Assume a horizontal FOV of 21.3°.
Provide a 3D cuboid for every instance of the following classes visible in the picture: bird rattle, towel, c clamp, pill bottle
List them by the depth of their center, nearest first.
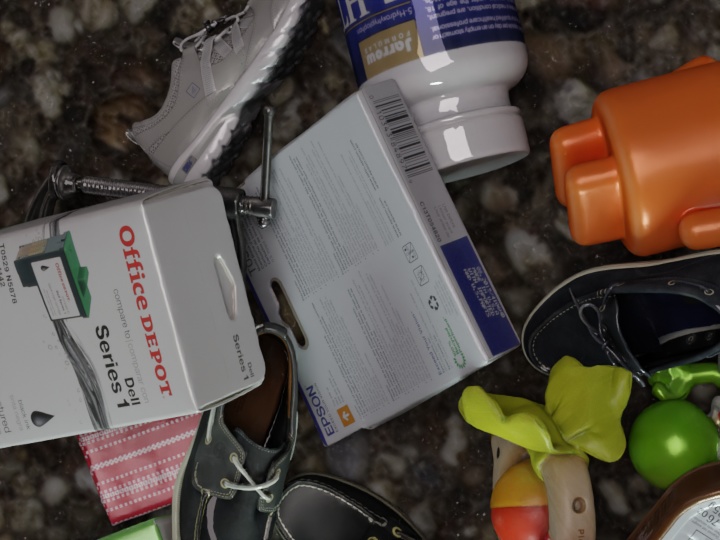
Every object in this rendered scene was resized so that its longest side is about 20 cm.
[{"bbox_3d":[0.132,0.161,1.257,0.112,0.163,0.202,-13,85,-15],"label":"bird rattle"},{"bbox_3d":[0.049,-0.165,1.302,0.119,0.120,0.202,-15,85,8],"label":"pill bottle"},{"bbox_3d":[-0.149,-0.031,1.338,0.198,0.027,0.172,2,102,15],"label":"c clamp"},{"bbox_3d":[-0.148,0.065,1.370,0.144,0.022,0.201,-21,85,7],"label":"towel"}]

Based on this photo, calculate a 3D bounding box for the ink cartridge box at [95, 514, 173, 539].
[{"bbox_3d":[-0.201,0.273,1.336,0.199,0.084,0.146,-21,84,7],"label":"ink cartridge box"}]

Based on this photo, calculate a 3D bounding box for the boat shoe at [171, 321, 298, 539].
[{"bbox_3d":[-0.082,0.134,1.301,0.071,0.068,0.202,14,77,-17],"label":"boat shoe"}]

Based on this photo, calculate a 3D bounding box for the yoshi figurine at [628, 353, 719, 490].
[{"bbox_3d":[0.242,0.073,1.273,0.111,0.112,0.201,21,93,21],"label":"yoshi figurine"}]

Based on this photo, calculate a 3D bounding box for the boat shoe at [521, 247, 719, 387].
[{"bbox_3d":[0.179,0.036,1.258,0.199,0.062,0.075,-17,111,44],"label":"boat shoe"}]

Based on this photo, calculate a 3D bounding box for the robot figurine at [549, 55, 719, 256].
[{"bbox_3d":[0.228,-0.079,1.269,0.198,0.144,0.118,-14,97,0],"label":"robot figurine"}]

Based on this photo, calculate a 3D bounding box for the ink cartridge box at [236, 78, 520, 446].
[{"bbox_3d":[0.000,0.000,1.303,0.200,0.040,0.201,-32,82,50],"label":"ink cartridge box"}]

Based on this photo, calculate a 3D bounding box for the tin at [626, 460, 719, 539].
[{"bbox_3d":[0.220,0.213,1.261,0.112,0.042,0.201,33,115,0],"label":"tin"}]

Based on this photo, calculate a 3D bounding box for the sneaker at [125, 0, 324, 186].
[{"bbox_3d":[-0.094,-0.153,1.345,0.082,0.075,0.201,34,93,7],"label":"sneaker"}]

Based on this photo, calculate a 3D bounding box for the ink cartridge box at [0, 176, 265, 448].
[{"bbox_3d":[-0.179,0.031,1.285,0.199,0.084,0.147,-13,95,33],"label":"ink cartridge box"}]

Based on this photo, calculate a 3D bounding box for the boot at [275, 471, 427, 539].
[{"bbox_3d":[0.015,0.210,1.271,0.203,0.154,0.074,40,93,9],"label":"boot"}]
